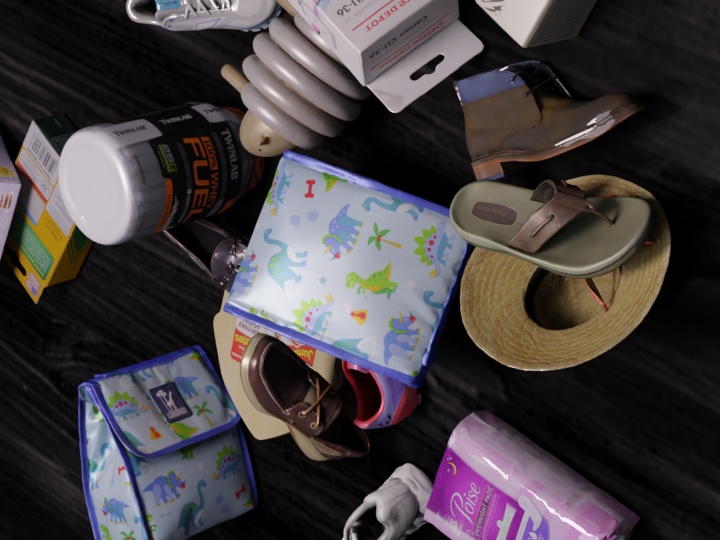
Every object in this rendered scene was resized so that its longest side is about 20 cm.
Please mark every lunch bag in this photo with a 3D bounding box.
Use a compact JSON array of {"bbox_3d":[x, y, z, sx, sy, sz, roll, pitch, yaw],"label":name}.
[{"bbox_3d":[0.000,0.000,1.608,0.199,0.127,0.171,20,90,27],"label":"lunch bag"},{"bbox_3d":[-0.222,0.199,1.905,0.127,0.170,0.201,-10,95,46],"label":"lunch bag"}]

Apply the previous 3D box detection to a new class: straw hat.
[{"bbox_3d":[0.193,0.022,1.486,0.200,0.202,0.085,21,160,38],"label":"straw hat"}]

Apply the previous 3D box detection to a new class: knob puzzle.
[{"bbox_3d":[-0.084,0.085,1.817,0.219,0.030,0.221,3,95,43],"label":"knob puzzle"}]

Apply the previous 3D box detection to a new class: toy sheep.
[{"bbox_3d":[-0.049,-0.193,1.634,0.138,0.138,0.200,43,107,26],"label":"toy sheep"}]

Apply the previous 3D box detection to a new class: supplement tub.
[{"bbox_3d":[-0.202,-0.106,1.758,0.122,0.199,0.123,17,116,39],"label":"supplement tub"}]

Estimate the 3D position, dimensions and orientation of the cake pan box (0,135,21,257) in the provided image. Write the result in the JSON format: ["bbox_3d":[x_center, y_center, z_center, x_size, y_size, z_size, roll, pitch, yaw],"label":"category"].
[{"bbox_3d":[-0.481,-0.069,2.088,0.184,0.052,0.201,56,132,53],"label":"cake pan box"}]

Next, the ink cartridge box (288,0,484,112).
[{"bbox_3d":[0.011,-0.254,1.549,0.200,0.116,0.068,49,170,20],"label":"ink cartridge box"}]

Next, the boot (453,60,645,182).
[{"bbox_3d":[0.156,-0.146,1.483,0.200,0.075,0.097,-19,93,48],"label":"boot"}]

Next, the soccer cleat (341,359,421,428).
[{"bbox_3d":[0.008,0.059,1.698,0.066,0.076,0.201,-5,101,45],"label":"soccer cleat"}]

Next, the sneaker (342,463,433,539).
[{"bbox_3d":[0.008,0.286,1.775,0.075,0.081,0.201,42,131,24],"label":"sneaker"}]

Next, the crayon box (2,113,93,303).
[{"bbox_3d":[-0.374,-0.073,2.045,0.126,0.051,0.200,51,132,20],"label":"crayon box"}]

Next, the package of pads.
[{"bbox_3d":[0.161,0.234,1.609,0.200,0.075,0.121,34,123,32],"label":"package of pads"}]

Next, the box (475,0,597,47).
[{"bbox_3d":[0.180,-0.285,1.408,0.068,0.082,0.200,47,130,23],"label":"box"}]

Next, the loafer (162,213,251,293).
[{"bbox_3d":[-0.151,-0.016,1.810,0.200,0.063,0.072,38,116,36],"label":"loafer"}]

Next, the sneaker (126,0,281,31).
[{"bbox_3d":[-0.164,-0.275,1.746,0.199,0.086,0.075,-3,100,44],"label":"sneaker"}]

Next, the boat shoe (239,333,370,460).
[{"bbox_3d":[-0.049,0.130,1.684,0.072,0.072,0.200,6,146,34],"label":"boat shoe"}]

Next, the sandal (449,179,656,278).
[{"bbox_3d":[0.157,-0.044,1.457,0.200,0.080,0.057,9,152,34],"label":"sandal"}]
